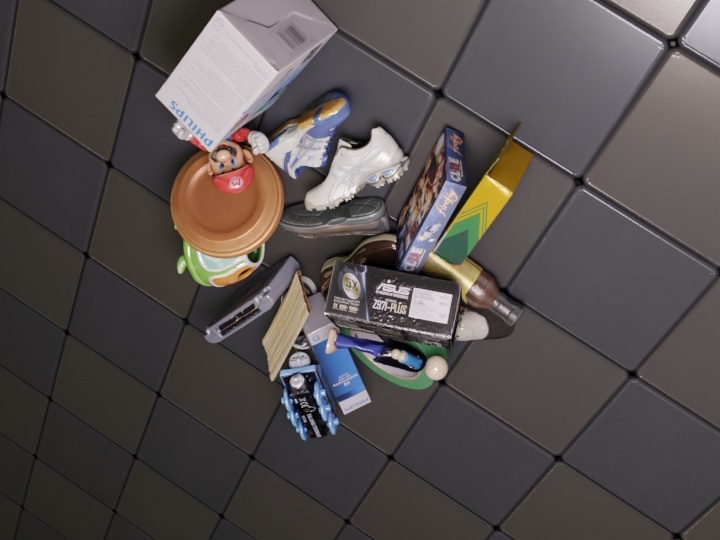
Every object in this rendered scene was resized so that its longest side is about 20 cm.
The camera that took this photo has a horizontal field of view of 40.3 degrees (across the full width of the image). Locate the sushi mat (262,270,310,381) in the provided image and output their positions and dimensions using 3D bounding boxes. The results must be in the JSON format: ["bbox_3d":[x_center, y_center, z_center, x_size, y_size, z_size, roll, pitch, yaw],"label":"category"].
[{"bbox_3d":[-0.134,0.101,1.746,0.012,0.096,0.201,3,137,-27],"label":"sushi mat"}]

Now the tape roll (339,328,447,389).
[{"bbox_3d":[0.055,0.123,1.712,0.199,0.048,0.201,29,149,19],"label":"tape roll"}]

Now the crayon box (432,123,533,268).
[{"bbox_3d":[0.191,-0.111,1.471,0.051,0.127,0.201,33,131,2],"label":"crayon box"}]

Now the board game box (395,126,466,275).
[{"bbox_3d":[0.106,-0.101,1.517,0.034,0.136,0.201,16,131,-12],"label":"board game box"}]

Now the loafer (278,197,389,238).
[{"bbox_3d":[-0.045,-0.077,1.662,0.198,0.072,0.063,-3,132,25],"label":"loafer"}]

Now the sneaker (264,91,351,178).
[{"bbox_3d":[-0.069,-0.217,1.586,0.088,0.076,0.199,46,140,-18],"label":"sneaker"}]

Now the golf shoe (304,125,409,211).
[{"bbox_3d":[-0.020,-0.167,1.586,0.199,0.078,0.098,-24,106,28],"label":"golf shoe"}]

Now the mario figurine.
[{"bbox_3d":[-0.227,-0.222,1.592,0.123,0.106,0.202,-24,82,41],"label":"mario figurine"}]

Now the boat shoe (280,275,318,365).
[{"bbox_3d":[-0.112,0.108,1.826,0.075,0.060,0.202,5,123,26],"label":"boat shoe"}]

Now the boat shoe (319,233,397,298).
[{"bbox_3d":[0.005,0.003,1.667,0.074,0.075,0.202,34,143,-24],"label":"boat shoe"}]

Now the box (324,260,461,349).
[{"bbox_3d":[0.055,0.057,1.539,0.198,0.087,0.164,11,170,8],"label":"box"}]

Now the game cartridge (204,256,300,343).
[{"bbox_3d":[-0.194,0.050,1.783,0.041,0.134,0.199,44,132,-16],"label":"game cartridge"}]

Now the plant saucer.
[{"bbox_3d":[-0.229,-0.122,1.664,0.199,0.202,0.037,25,174,11],"label":"plant saucer"}]

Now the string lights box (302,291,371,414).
[{"bbox_3d":[-0.051,0.150,1.769,0.059,0.103,0.201,-26,125,-4],"label":"string lights box"}]

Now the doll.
[{"bbox_3d":[0.047,0.135,1.600,0.198,0.136,0.049,13,89,5],"label":"doll"}]

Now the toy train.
[{"bbox_3d":[-0.097,0.234,1.834,0.086,0.115,0.201,-12,140,6],"label":"toy train"}]

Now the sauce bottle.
[{"bbox_3d":[0.176,0.018,1.608,0.199,0.065,0.065,37,131,3],"label":"sauce bottle"}]

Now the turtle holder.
[{"bbox_3d":[-0.237,-0.064,1.743,0.131,0.187,0.141,0,155,29],"label":"turtle holder"}]

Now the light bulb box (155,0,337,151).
[{"bbox_3d":[-0.172,-0.315,1.481,0.125,0.198,0.200,46,132,-5],"label":"light bulb box"}]

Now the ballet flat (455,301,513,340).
[{"bbox_3d":[0.157,0.082,1.659,0.198,0.068,0.068,19,128,16],"label":"ballet flat"}]
